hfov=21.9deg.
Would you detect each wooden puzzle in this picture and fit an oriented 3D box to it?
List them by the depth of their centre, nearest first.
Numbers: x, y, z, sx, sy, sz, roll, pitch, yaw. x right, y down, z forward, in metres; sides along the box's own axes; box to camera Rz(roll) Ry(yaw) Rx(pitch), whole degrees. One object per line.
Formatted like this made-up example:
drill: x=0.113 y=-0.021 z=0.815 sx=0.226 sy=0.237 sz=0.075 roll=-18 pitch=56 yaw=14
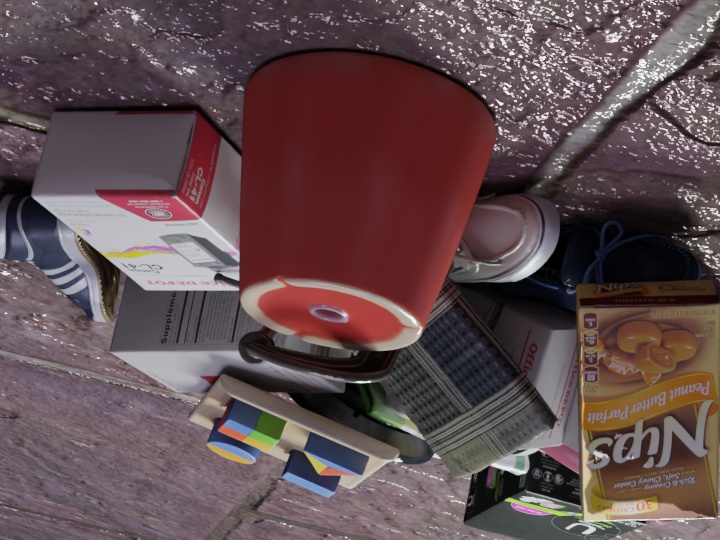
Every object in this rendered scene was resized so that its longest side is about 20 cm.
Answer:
wooden puzzle: x=-0.073 y=0.171 z=1.826 sx=0.185 sy=0.046 sz=0.200 roll=24 pitch=162 yaw=-8

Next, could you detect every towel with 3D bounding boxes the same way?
towel: x=0.070 y=0.080 z=1.590 sx=0.193 sy=0.035 sz=0.200 roll=50 pitch=152 yaw=0
towel: x=0.077 y=0.134 z=1.935 sx=0.200 sy=0.149 sz=0.031 roll=24 pitch=111 yaw=-28

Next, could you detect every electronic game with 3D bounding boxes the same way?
electronic game: x=-0.006 y=0.132 z=1.921 sx=0.200 sy=0.042 sz=0.200 roll=31 pitch=-163 yaw=-10

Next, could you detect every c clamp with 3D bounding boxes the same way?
c clamp: x=-0.049 y=0.054 z=1.525 sx=0.171 sy=0.027 sz=0.200 roll=13 pitch=-167 yaw=-1

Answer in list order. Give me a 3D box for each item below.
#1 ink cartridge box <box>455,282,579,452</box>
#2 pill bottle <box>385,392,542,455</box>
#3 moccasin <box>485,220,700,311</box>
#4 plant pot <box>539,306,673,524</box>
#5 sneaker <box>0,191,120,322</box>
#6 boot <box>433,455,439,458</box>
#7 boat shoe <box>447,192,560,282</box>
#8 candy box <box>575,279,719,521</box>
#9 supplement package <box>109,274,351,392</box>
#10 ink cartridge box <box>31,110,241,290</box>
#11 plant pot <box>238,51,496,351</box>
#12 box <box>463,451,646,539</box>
ink cartridge box: x=0.132 y=0.083 z=1.653 sx=0.200 sy=0.116 sz=0.068 roll=25 pitch=-163 yaw=40
pill bottle: x=0.134 y=0.120 z=1.866 sx=0.200 sy=0.113 sz=0.112 roll=21 pitch=157 yaw=-27
moccasin: x=0.185 y=0.000 z=1.585 sx=0.200 sy=0.081 sz=0.068 roll=-1 pitch=152 yaw=26
plant pot: x=0.231 y=0.111 z=1.720 sx=0.179 sy=0.200 sz=0.200 roll=18 pitch=164 yaw=26
sneaker: x=-0.298 y=-0.015 z=1.791 sx=0.108 sy=0.070 sz=0.200 roll=3 pitch=151 yaw=7
boot: x=0.052 y=0.159 z=2.085 sx=0.200 sy=0.073 sz=0.090 roll=11 pitch=153 yaw=-24
boat shoe: x=0.074 y=-0.028 z=1.569 sx=0.086 sy=0.075 sz=0.202 roll=6 pitch=173 yaw=-38
candy box: x=0.239 y=0.110 z=1.554 sx=0.115 sy=0.200 sz=0.055 roll=-2 pitch=-158 yaw=5
supplement package: x=-0.118 y=0.045 z=1.788 sx=0.200 sy=0.120 sz=0.121 roll=-2 pitch=157 yaw=31
ink cartridge box: x=-0.165 y=-0.057 z=1.603 sx=0.147 sy=0.086 sz=0.200 roll=0 pitch=155 yaw=25
plant pot: x=-0.007 y=-0.044 z=1.431 sx=0.200 sy=0.177 sz=0.200 roll=10 pitch=160 yaw=4
box: x=0.222 y=0.227 z=2.081 sx=0.148 sy=0.124 sz=0.200 roll=17 pitch=159 yaw=-12
